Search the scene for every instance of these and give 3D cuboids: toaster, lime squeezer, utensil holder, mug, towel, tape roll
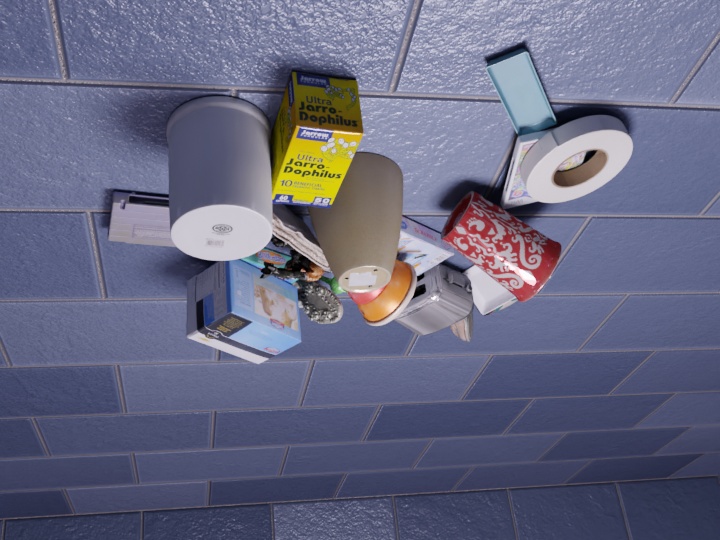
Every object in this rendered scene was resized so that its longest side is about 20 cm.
[{"bbox_3d":[0.141,0.062,1.847,0.199,0.115,0.129,-27,141,34],"label":"toaster"},{"bbox_3d":[-0.024,0.037,1.757,0.197,0.038,0.071,14,172,-3],"label":"lime squeezer"},{"bbox_3d":[-0.219,-0.142,1.323,0.168,0.202,0.171,-6,150,-3],"label":"utensil holder"},{"bbox_3d":[0.258,-0.052,1.618,0.199,0.134,0.178,33,-179,-9],"label":"mug"},{"bbox_3d":[-0.131,-0.084,1.521,0.034,0.133,0.200,-44,143,7],"label":"towel"},{"bbox_3d":[0.380,-0.193,1.486,0.200,0.037,0.204,-14,152,-8],"label":"tape roll"}]

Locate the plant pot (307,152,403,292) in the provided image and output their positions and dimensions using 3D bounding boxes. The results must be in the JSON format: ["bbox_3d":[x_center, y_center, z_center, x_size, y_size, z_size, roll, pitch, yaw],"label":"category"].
[{"bbox_3d":[-0.003,-0.070,1.495,0.185,0.202,0.188,-5,151,-3],"label":"plant pot"}]

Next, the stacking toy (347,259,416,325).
[{"bbox_3d":[0.000,0.000,1.644,0.199,0.147,0.145,38,131,-26],"label":"stacking toy"}]

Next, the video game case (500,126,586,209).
[{"bbox_3d":[0.336,-0.188,1.526,0.141,0.018,0.201,-14,151,-8],"label":"video game case"}]

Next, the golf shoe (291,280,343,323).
[{"bbox_3d":[-0.087,0.059,1.770,0.096,0.079,0.199,6,-169,-43],"label":"golf shoe"}]

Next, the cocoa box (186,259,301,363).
[{"bbox_3d":[-0.231,0.082,1.681,0.130,0.135,0.199,-28,144,30],"label":"cocoa box"}]

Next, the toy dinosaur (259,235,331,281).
[{"bbox_3d":[-0.113,-0.021,1.629,0.134,0.103,0.200,17,163,-15],"label":"toy dinosaur"}]

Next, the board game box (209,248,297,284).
[{"bbox_3d":[-0.240,0.021,1.755,0.151,0.045,0.199,20,141,-37],"label":"board game box"}]

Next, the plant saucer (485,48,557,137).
[{"bbox_3d":[0.262,-0.286,1.364,0.069,0.019,0.200,-18,148,19],"label":"plant saucer"}]

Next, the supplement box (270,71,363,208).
[{"bbox_3d":[-0.077,-0.202,1.341,0.107,0.111,0.201,3,148,-17],"label":"supplement box"}]

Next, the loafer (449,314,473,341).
[{"bbox_3d":[0.225,0.099,1.984,0.062,0.073,0.201,3,147,17],"label":"loafer"}]

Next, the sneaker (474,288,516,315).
[{"bbox_3d":[0.345,0.025,1.888,0.093,0.071,0.200,-14,155,-49],"label":"sneaker"}]

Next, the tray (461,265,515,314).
[{"bbox_3d":[0.311,0.010,1.827,0.199,0.108,0.022,-34,180,39],"label":"tray"}]

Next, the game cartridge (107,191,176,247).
[{"bbox_3d":[-0.359,-0.090,1.552,0.197,0.039,0.130,5,152,-20],"label":"game cartridge"}]

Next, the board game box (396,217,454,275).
[{"bbox_3d":[0.053,-0.035,1.726,0.198,0.042,0.199,21,140,-39],"label":"board game box"}]
